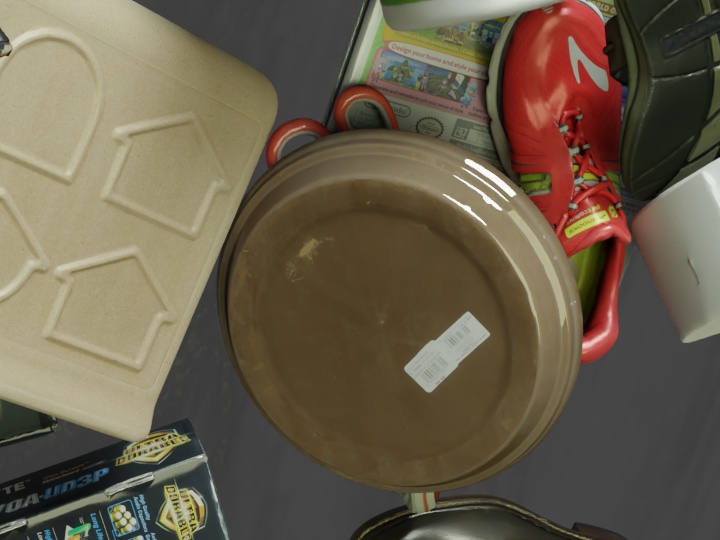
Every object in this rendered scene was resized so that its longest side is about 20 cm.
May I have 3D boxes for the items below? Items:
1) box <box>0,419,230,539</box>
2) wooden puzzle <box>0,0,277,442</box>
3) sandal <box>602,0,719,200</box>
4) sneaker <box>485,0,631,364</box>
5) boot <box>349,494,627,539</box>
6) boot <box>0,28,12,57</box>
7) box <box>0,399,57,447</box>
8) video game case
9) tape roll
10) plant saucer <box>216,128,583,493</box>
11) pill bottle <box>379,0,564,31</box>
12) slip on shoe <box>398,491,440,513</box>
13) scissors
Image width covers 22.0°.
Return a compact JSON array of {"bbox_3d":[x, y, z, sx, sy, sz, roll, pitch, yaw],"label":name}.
[{"bbox_3d":[-0.139,0.201,1.026,0.157,0.046,0.202,-19,116,-9],"label":"box"},{"bbox_3d":[-0.145,-0.036,0.899,0.184,0.046,0.202,25,83,-43],"label":"wooden puzzle"},{"bbox_3d":[0.151,-0.117,0.888,0.079,0.058,0.202,-20,134,-8],"label":"sandal"},{"bbox_3d":[0.115,-0.045,0.964,0.076,0.085,0.202,-12,115,-13],"label":"sneaker"},{"bbox_3d":[0.094,0.186,1.071,0.198,0.097,0.076,8,109,-20],"label":"boot"},{"bbox_3d":[-0.185,-0.160,0.784,0.198,0.073,0.152,-22,99,-3],"label":"boot"},{"bbox_3d":[-0.248,0.004,0.919,0.157,0.046,0.202,-13,115,-12],"label":"box"},{"bbox_3d":[0.083,-0.090,0.997,0.198,0.022,0.184,14,107,-21],"label":"video game case"},{"bbox_3d":[0.244,-0.034,0.969,0.201,0.203,0.071,-22,81,-7],"label":"tape roll"},{"bbox_3d":[0.015,0.027,0.944,0.198,0.029,0.202,7,113,17],"label":"plant saucer"},{"bbox_3d":[0.046,-0.223,0.871,0.110,0.111,0.202,-14,101,-11],"label":"pill bottle"},{"bbox_3d":[0.045,0.048,1.005,0.060,0.074,0.202,-5,121,-18],"label":"slip on shoe"},{"bbox_3d":[0.000,0.000,0.989,0.072,0.014,0.202,-18,115,-12],"label":"scissors"}]
